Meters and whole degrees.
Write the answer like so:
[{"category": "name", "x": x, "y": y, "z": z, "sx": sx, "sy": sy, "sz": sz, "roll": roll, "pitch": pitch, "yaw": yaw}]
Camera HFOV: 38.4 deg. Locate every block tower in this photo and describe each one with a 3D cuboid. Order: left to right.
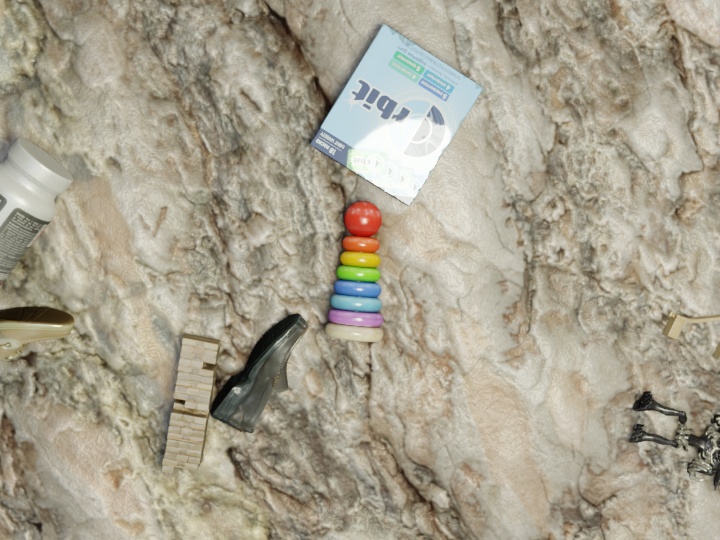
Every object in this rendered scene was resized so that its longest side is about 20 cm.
[{"category": "block tower", "x": -0.246, "y": 0.195, "z": 1.516, "sx": 0.058, "sy": 0.054, "sz": 0.200, "roll": 11, "pitch": 97, "yaw": -3}]

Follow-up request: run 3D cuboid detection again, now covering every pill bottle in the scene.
[{"category": "pill bottle", "x": -0.499, "y": -0.077, "z": 1.442, "sx": 0.116, "sy": 0.116, "sz": 0.200, "roll": 40, "pitch": 94, "yaw": -6}]

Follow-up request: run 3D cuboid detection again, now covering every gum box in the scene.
[{"category": "gum box", "x": 0.050, "y": -0.220, "z": 1.481, "sx": 0.170, "sy": 0.045, "sz": 0.200, "roll": 31, "pitch": 94, "yaw": -6}]

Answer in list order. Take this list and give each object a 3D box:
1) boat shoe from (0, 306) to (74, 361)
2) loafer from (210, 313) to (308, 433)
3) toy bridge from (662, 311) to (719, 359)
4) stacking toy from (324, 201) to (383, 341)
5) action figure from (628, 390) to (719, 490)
[{"category": "boat shoe", "x": -0.508, "y": 0.094, "z": 1.488, "sx": 0.200, "sy": 0.072, "sz": 0.065, "roll": -3, "pitch": 106, "yaw": 0}, {"category": "loafer", "x": -0.134, "y": 0.150, "z": 1.512, "sx": 0.072, "sy": 0.073, "sz": 0.200, "roll": 36, "pitch": 104, "yaw": -15}, {"category": "toy bridge", "x": 0.552, "y": 0.104, "z": 1.550, "sx": 0.200, "sy": 0.027, "sz": 0.067, "roll": 24, "pitch": 93, "yaw": -5}, {"category": "stacking toy", "x": 0.000, "y": 0.000, "z": 1.496, "sx": 0.085, "sy": 0.085, "sz": 0.200, "roll": 6, "pitch": 91, "yaw": -3}, {"category": "action figure", "x": 0.503, "y": 0.254, "z": 1.531, "sx": 0.200, "sy": 0.102, "sz": 0.119, "roll": 20, "pitch": 84, "yaw": -3}]
